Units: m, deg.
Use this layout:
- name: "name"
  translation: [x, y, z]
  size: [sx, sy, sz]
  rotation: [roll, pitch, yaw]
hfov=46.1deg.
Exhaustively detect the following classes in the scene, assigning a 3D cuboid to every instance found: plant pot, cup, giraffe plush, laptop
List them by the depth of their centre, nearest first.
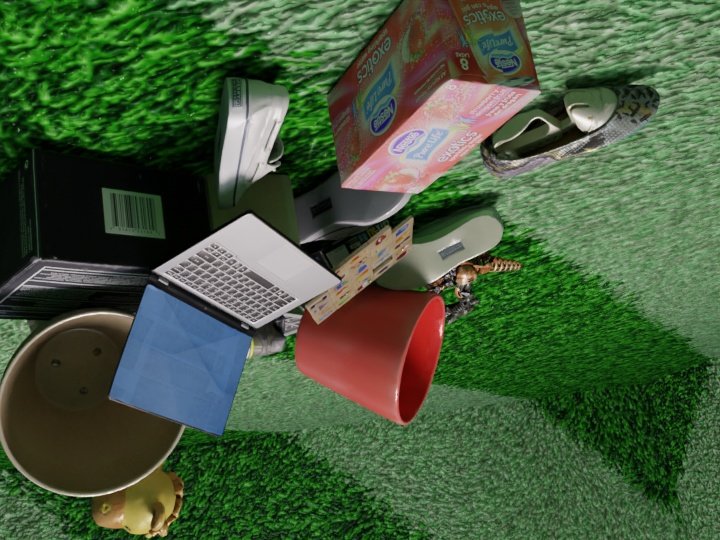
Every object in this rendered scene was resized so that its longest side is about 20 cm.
- name: "laptop"
  translation: [-0.132, 0.064, 0.886]
  size: [0.199, 0.117, 0.187]
  rotation: [-28, 148, 17]
- name: "cup"
  translation: [-0.304, 0.127, 0.943]
  size: [0.199, 0.202, 0.143]
  rotation: [-1, -169, -27]
- name: "giraffe plush"
  translation: [-0.301, 0.273, 1.122]
  size: [0.198, 0.164, 0.173]
  rotation: [-12, 163, 8]
- name: "plant pot"
  translation: [0.011, 0.109, 1.246]
  size: [0.176, 0.202, 0.200]
  rotation: [14, 170, 20]

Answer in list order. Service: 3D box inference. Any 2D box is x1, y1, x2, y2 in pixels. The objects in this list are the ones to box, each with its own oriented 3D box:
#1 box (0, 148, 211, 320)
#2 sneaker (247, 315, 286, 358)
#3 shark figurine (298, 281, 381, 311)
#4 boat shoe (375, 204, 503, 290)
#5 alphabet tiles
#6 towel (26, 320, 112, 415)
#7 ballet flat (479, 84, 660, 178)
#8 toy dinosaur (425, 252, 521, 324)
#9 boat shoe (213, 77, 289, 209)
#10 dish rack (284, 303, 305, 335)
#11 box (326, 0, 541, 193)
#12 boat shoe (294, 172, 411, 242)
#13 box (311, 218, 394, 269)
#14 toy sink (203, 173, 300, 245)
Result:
- name: "box"
  translation: [-0.298, -0.028, 0.923]
  size: [0.199, 0.124, 0.198]
  rotation: [6, 157, -43]
- name: "sneaker"
  translation: [-0.154, 0.075, 1.263]
  size: [0.080, 0.200, 0.075]
  rotation: [3, 116, -11]
- name: "shark figurine"
  translation: [0.004, 0.026, 1.354]
  size: [0.128, 0.090, 0.214]
  rotation: [35, 134, -18]
- name: "boat shoe"
  translation: [0.110, -0.034, 1.202]
  size: [0.199, 0.070, 0.072]
  rotation: [-24, -162, 18]
- name: "alphabet tiles"
  translation: [0.000, 0.000, 1.066]
  size: [0.167, 0.008, 0.200]
  rotation: [-38, 168, -5]
- name: "towel"
  translation: [-0.332, 0.098, 1.056]
  size: [0.132, 0.201, 0.034]
  rotation: [-19, 169, -18]
- name: "ballet flat"
  translation: [0.217, -0.156, 0.909]
  size: [0.199, 0.073, 0.072]
  rotation: [-20, 160, 25]
- name: "toy dinosaur"
  translation: [0.156, 0.010, 1.364]
  size: [0.198, 0.103, 0.136]
  rotation: [10, 147, 7]
- name: "boat shoe"
  translation: [-0.109, -0.117, 0.835]
  size: [0.065, 0.074, 0.200]
  rotation: [-1, 162, -14]
- name: "dish rack"
  translation: [-0.183, 0.088, 1.489]
  size: [0.199, 0.044, 0.171]
  rotation: [-22, 160, 33]
- name: "box"
  translation: [0.056, -0.156, 0.755]
  size: [0.094, 0.104, 0.200]
  rotation: [0, 161, -28]
- name: "boat shoe"
  translation: [-0.009, -0.081, 1.006]
  size: [0.199, 0.074, 0.065]
  rotation: [-12, 174, 41]
- name: "box"
  translation: [-0.061, 0.000, 1.168]
  size: [0.199, 0.050, 0.159]
  rotation: [-26, -175, 41]
- name: "toy sink"
  translation: [-0.158, -0.017, 1.029]
  size: [0.111, 0.132, 0.200]
  rotation: [-2, 162, -24]
